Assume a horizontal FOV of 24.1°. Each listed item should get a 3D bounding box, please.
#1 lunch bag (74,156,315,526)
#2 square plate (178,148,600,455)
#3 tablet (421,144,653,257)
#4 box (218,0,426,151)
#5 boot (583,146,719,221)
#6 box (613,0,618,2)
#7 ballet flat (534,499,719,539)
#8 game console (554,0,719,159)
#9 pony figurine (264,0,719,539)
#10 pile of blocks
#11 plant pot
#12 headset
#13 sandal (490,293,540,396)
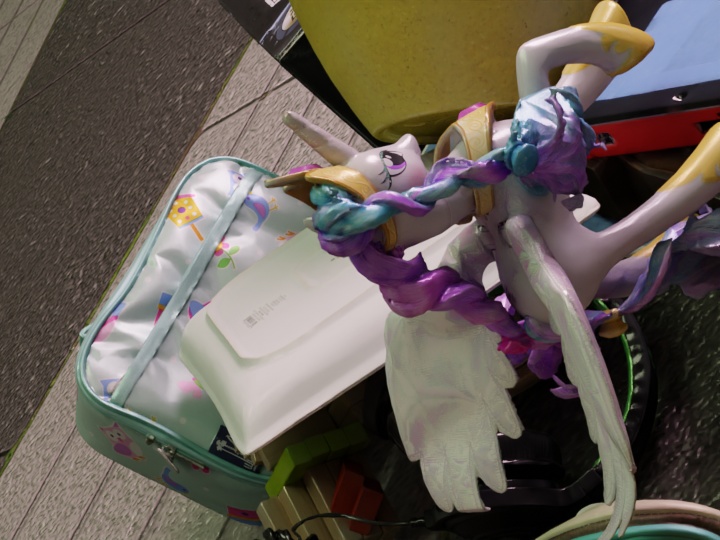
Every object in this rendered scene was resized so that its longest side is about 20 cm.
[{"bbox_3d":[-0.073,0.038,0.987,0.201,0.159,0.077,-63,-1,-31],"label":"lunch bag"},{"bbox_3d":[0.000,0.000,0.837,0.197,0.029,0.200,-34,17,-6],"label":"square plate"},{"bbox_3d":[0.115,-0.062,0.910,0.199,0.014,0.131,6,56,40],"label":"tablet"},{"bbox_3d":[0.008,-0.139,1.099,0.086,0.163,0.200,-48,25,5],"label":"box"},{"bbox_3d":[0.210,-0.095,0.815,0.200,0.064,0.186,-45,39,-12],"label":"boot"},{"bbox_3d":[0.154,-0.221,1.100,0.200,0.044,0.160,-51,24,3],"label":"box"},{"bbox_3d":[0.085,0.134,0.711,0.199,0.069,0.070,-34,29,34],"label":"ballet flat"},{"bbox_3d":[0.188,-0.127,0.782,0.199,0.031,0.177,-3,46,52],"label":"game console"},{"bbox_3d":[0.071,-0.003,0.687,0.199,0.195,0.166,-27,7,-29],"label":"pony figurine"},{"bbox_3d":[-0.021,0.062,0.895,0.062,0.081,0.202,118,153,-52],"label":"pile of blocks"},{"bbox_3d":[0.047,-0.145,0.880,0.199,0.199,0.144,-13,81,54],"label":"plant pot"},{"bbox_3d":[0.042,0.075,0.778,0.200,0.094,0.124,-39,64,6],"label":"headset"},{"bbox_3d":[0.061,0.015,0.917,0.080,0.054,0.200,-27,29,-4],"label":"sandal"}]
